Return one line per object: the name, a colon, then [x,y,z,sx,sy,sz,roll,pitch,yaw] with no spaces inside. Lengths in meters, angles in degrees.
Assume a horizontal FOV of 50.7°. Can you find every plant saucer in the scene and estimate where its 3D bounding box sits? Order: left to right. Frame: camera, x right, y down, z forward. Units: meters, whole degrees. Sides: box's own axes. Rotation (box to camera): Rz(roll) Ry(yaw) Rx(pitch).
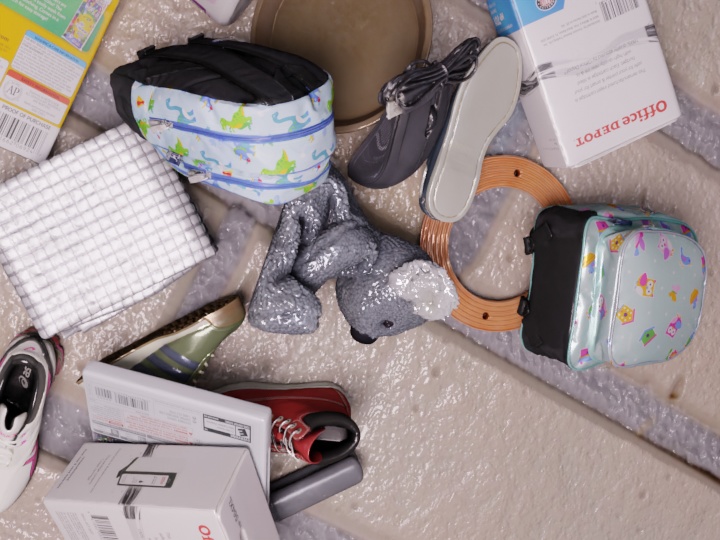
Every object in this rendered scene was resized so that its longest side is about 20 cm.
plant saucer: [-0.020,-0.243,0.789,0.195,0.029,0.206,0,90,14]

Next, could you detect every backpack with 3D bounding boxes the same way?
backpack: [-0.110,-0.147,0.714,0.162,0.197,0.158,-30,117,-46]
backpack: [0.290,0.016,0.837,0.196,0.152,0.181,-4,101,-36]

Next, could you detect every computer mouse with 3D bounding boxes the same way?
computer mouse: [0.048,-0.137,0.767,0.137,0.200,0.053,-35,81,-32]

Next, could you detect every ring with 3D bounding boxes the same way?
ring: [0.162,-0.031,0.886,0.195,0.019,0.206,-1,99,-8]

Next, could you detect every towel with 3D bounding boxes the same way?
towel: [-0.268,-0.042,0.784,0.197,0.086,0.168,-28,103,-6]

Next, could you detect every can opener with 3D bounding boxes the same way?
can opener: [-0.096,0.245,0.865,0.196,0.053,0.068,-24,102,-6]

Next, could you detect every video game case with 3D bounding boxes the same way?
video game case: [-0.187,0.190,0.788,0.195,0.023,0.185,12,124,9]

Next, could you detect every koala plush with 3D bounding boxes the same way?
koala plush: [0.000,0.000,0.791,0.196,0.177,0.188,20,84,-7]

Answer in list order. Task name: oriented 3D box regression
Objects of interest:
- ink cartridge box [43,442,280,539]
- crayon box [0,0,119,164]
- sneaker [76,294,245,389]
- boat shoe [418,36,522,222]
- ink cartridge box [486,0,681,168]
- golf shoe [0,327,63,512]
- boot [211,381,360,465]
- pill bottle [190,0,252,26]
ink cartridge box: [-0.192,0.257,0.765,0.195,0.085,0.149,-2,121,19]
crayon box: [-0.326,-0.222,0.732,0.125,0.051,0.203,24,95,-52]
sneaker: [-0.200,0.108,0.824,0.197,0.067,0.091,-27,102,1]
boat shoe: [0.115,-0.152,0.823,0.073,0.062,0.205,14,97,-21]
ink cartridge box: [0.244,-0.235,0.837,0.144,0.086,0.204,-23,102,-5]
golf shoe: [-0.370,0.163,0.790,0.071,0.092,0.205,15,97,-12]
boot: [-0.102,0.170,0.807,0.194,0.144,0.074,-7,99,-7]
pill bottle: [-0.177,-0.348,0.740,0.199,0.112,0.113,39,91,-12]
